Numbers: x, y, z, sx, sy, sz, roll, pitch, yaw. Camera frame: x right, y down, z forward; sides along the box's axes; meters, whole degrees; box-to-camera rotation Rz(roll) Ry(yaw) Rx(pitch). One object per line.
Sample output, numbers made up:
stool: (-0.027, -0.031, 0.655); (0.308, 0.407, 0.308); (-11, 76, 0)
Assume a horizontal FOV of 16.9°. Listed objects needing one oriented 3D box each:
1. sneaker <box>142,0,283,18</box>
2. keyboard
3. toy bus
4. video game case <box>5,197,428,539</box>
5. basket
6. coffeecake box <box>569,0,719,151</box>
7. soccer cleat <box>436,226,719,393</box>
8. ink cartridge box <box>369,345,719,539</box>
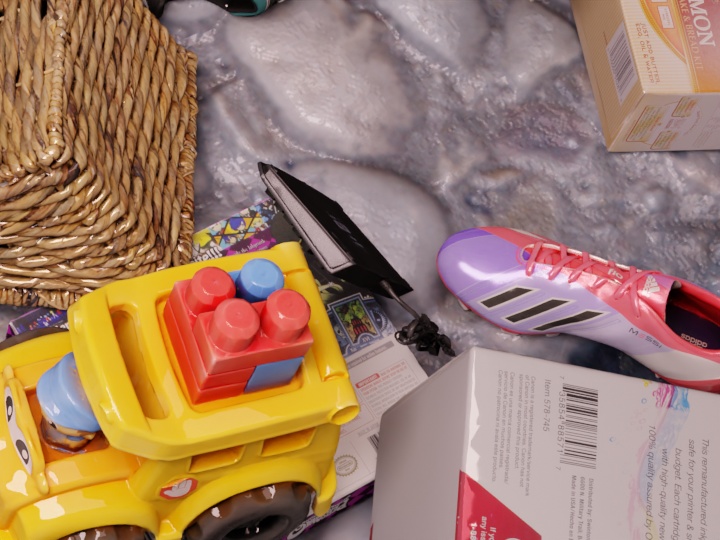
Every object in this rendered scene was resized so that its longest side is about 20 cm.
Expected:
sneaker: (-0.050, -0.195, 1.502); (0.199, 0.071, 0.080); (-9, 69, -14)
keyboard: (0.000, 0.000, 1.326); (0.021, 0.200, 0.127); (-42, 80, 5)
toy bus: (-0.100, 0.061, 1.230); (0.199, 0.192, 0.136); (-12, 67, -20)
video game case: (-0.071, 0.066, 1.368); (0.199, 0.036, 0.182); (-27, 72, -27)
basket: (-0.187, -0.074, 1.378); (0.142, 0.149, 0.201); (-19, 49, 20)
coffeecake box: (0.244, -0.161, 1.560); (0.199, 0.073, 0.154); (-2, 62, -18)
soccer cleat: (0.144, 0.014, 1.433); (0.199, 0.077, 0.067); (23, 58, -3)
ink cartridge box: (0.120, 0.143, 1.298); (0.199, 0.145, 0.146); (12, 68, -16)
